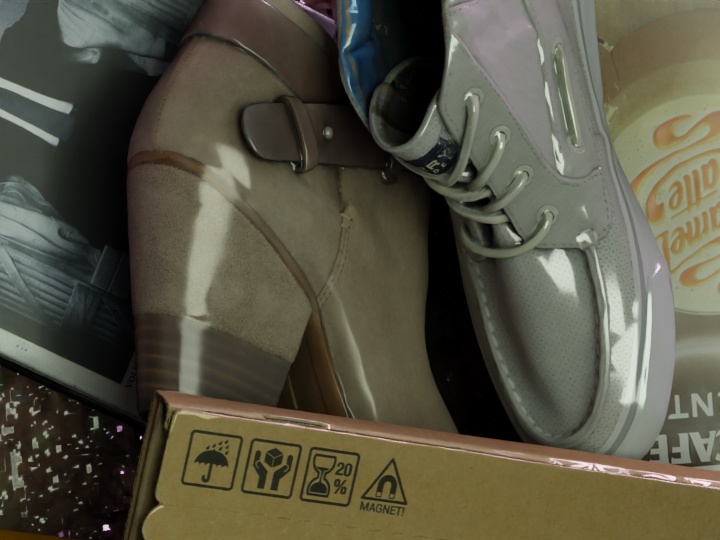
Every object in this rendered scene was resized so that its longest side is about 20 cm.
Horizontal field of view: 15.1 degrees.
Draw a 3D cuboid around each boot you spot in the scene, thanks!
[{"bbox_3d":[0.035,-0.032,0.836,0.095,0.073,0.202,-6,82,-53],"label":"boot"},{"bbox_3d":[0.000,0.000,0.876,0.200,0.070,0.147,33,64,-48],"label":"boot"}]

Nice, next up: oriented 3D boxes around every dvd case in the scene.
[{"bbox_3d":[-0.119,-0.056,0.857,0.199,0.025,0.151,27,78,-23],"label":"dvd case"}]

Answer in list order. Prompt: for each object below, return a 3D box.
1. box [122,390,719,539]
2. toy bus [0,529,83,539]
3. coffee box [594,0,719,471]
[{"bbox_3d":[0.016,0.130,0.814,0.199,0.021,0.165,10,97,-23],"label":"box"},{"bbox_3d":[-0.086,0.121,0.827,0.198,0.065,0.079,9,100,-18],"label":"toy bus"},{"bbox_3d":[0.115,-0.024,0.917,0.113,0.080,0.202,-5,91,1],"label":"coffee box"}]
